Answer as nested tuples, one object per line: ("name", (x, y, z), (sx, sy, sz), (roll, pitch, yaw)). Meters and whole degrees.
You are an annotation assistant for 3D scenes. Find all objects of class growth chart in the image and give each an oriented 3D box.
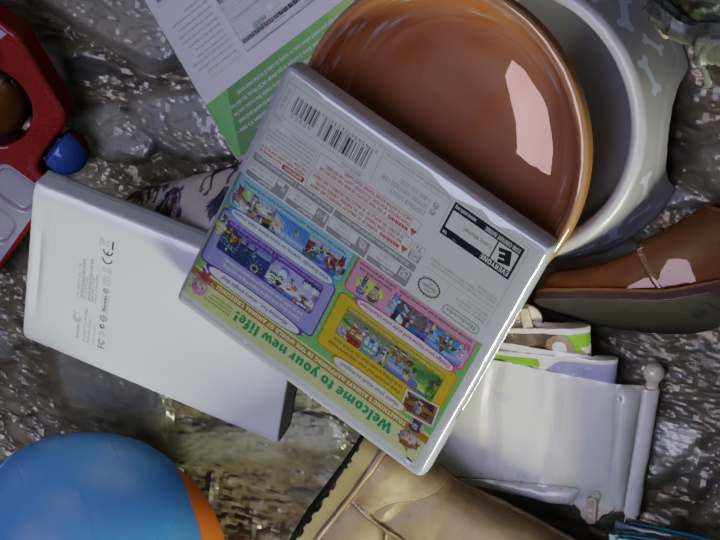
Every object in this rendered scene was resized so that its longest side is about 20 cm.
("growth chart", (0.098, 0.085, 1.367), (0.198, 0.018, 0.146), (16, 112, 9))

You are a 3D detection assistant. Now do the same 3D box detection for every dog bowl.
("dog bowl", (0.106, -0.099, 1.320), (0.199, 0.059, 0.202), (8, 107, 28))

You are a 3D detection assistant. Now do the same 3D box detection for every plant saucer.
("plant saucer", (0.054, -0.081, 1.299), (0.199, 0.037, 0.202), (8, 106, 28))

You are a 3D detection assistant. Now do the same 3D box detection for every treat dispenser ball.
("treat dispenser ball", (-0.192, 0.215, 1.493), (0.199, 0.201, 0.203), (8, 107, 28))

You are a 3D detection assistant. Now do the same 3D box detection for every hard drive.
("hard drive", (-0.132, 0.025, 1.426), (0.199, 0.026, 0.133), (21, 127, 14))

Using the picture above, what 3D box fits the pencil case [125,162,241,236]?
("pencil case", (-0.069, -0.034, 1.429), (0.199, 0.089, 0.078), (-13, 68, 32))

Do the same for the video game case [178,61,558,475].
("video game case", (0.000, 0.000, 1.313), (0.199, 0.022, 0.183), (35, 118, 13))

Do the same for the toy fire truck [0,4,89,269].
("toy fire truck", (-0.285, -0.102, 1.532), (0.167, 0.112, 0.200), (36, 122, -10))

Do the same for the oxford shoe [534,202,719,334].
("oxford shoe", (0.198, -0.003, 1.300), (0.199, 0.071, 0.072), (-7, 69, 34))

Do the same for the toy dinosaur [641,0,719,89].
("toy dinosaur", (0.245, -0.114, 1.224), (0.199, 0.048, 0.088), (17, 152, 41))

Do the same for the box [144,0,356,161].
("box", (-0.076, -0.195, 1.415), (0.144, 0.036, 0.201), (-32, 85, 32))

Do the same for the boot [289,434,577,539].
("boot", (0.052, 0.208, 1.393), (0.199, 0.066, 0.176), (34, 126, -1))

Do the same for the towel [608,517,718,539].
("towel", (0.218, 0.260, 1.295), (0.146, 0.022, 0.202), (8, 106, 30))
